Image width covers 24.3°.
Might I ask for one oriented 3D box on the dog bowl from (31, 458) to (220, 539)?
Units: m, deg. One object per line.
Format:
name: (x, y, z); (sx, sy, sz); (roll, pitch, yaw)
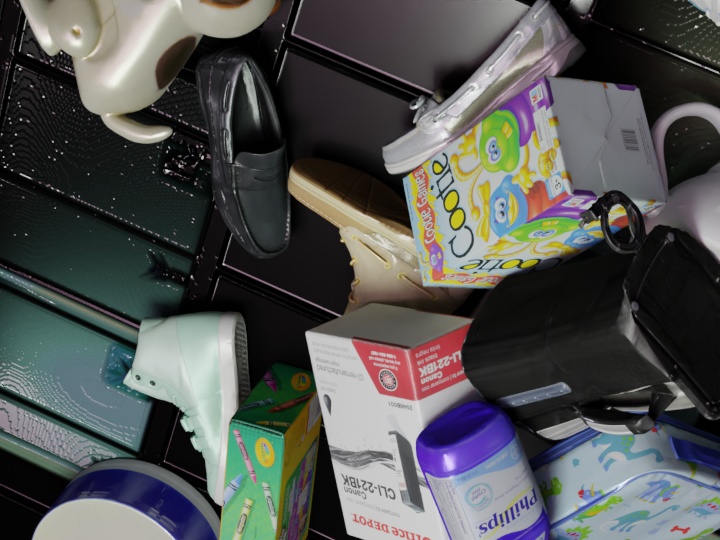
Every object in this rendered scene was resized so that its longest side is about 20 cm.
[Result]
dog bowl: (-0.243, 0.303, 1.762); (0.200, 0.079, 0.200); (8, 117, 16)

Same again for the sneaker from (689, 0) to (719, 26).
sneaker: (0.304, -0.211, 1.330); (0.087, 0.075, 0.200); (-9, 104, 31)

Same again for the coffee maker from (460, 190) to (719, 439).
coffee maker: (0.183, 0.038, 1.333); (0.200, 0.135, 0.192); (-18, 99, 50)

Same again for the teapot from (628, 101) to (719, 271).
teapot: (0.323, -0.016, 1.372); (0.197, 0.146, 0.200); (26, 149, 30)

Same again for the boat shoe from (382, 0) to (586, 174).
boat shoe: (0.096, -0.152, 1.427); (0.202, 0.074, 0.065); (-34, 94, 26)

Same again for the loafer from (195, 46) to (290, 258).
loafer: (-0.099, -0.103, 1.512); (0.070, 0.068, 0.201); (16, 124, 54)

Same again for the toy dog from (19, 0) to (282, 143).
toy dog: (-0.168, -0.227, 1.435); (0.200, 0.140, 0.194); (-25, 73, 17)

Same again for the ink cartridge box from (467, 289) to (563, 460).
ink cartridge box: (0.136, 0.115, 1.531); (0.145, 0.084, 0.200); (35, 121, 1)

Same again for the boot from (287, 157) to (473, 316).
boot: (0.000, 0.000, 1.535); (0.200, 0.073, 0.156); (29, 122, 1)

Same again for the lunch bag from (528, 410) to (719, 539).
lunch bag: (0.242, 0.193, 1.477); (0.161, 0.200, 0.083); (-34, 55, 29)

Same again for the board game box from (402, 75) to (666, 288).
board game box: (0.138, -0.066, 1.375); (0.200, 0.103, 0.105); (-35, 60, 50)

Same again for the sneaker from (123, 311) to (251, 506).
sneaker: (-0.171, 0.134, 1.655); (0.118, 0.074, 0.201); (2, 106, 12)

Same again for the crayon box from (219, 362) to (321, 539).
crayon box: (-0.088, 0.207, 1.636); (0.058, 0.119, 0.200); (14, 118, 13)

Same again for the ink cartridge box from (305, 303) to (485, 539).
ink cartridge box: (0.042, 0.141, 1.453); (0.144, 0.084, 0.200); (7, 114, 51)

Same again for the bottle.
bottle: (0.113, 0.208, 1.380); (0.065, 0.083, 0.200); (21, 136, 60)
